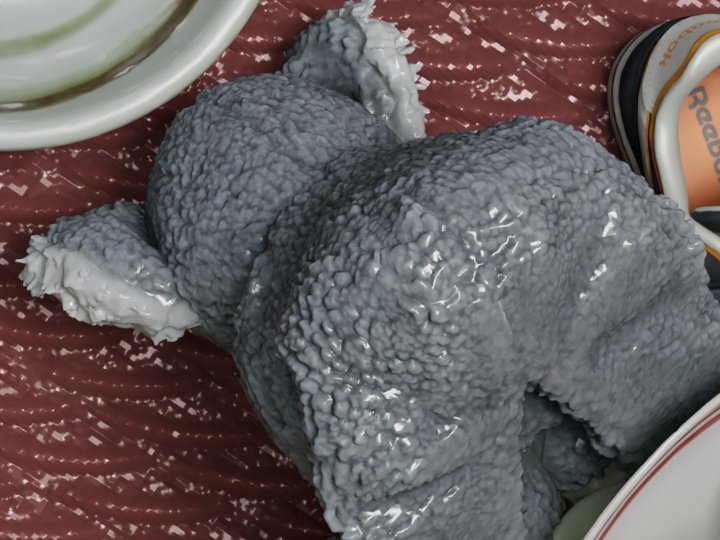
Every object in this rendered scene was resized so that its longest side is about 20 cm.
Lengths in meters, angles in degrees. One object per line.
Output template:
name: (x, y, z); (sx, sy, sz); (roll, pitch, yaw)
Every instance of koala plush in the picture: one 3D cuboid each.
koala plush: (0.000, 0.000, 0.879); (0.177, 0.184, 0.200); (-39, 50, -13)

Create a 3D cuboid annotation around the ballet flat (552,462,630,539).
ballet flat: (0.041, 0.110, 0.933); (0.199, 0.071, 0.071); (-28, 92, -7)

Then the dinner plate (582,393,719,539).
dinner plate: (0.119, 0.100, 0.897); (0.200, 0.200, 0.024); (-47, 54, -6)

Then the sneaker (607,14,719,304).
sneaker: (0.147, 0.006, 0.943); (0.078, 0.079, 0.201); (-29, 93, -8)

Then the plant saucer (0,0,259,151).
plant saucer: (-0.122, -0.140, 0.928); (0.198, 0.050, 0.202); (0, 88, -8)
